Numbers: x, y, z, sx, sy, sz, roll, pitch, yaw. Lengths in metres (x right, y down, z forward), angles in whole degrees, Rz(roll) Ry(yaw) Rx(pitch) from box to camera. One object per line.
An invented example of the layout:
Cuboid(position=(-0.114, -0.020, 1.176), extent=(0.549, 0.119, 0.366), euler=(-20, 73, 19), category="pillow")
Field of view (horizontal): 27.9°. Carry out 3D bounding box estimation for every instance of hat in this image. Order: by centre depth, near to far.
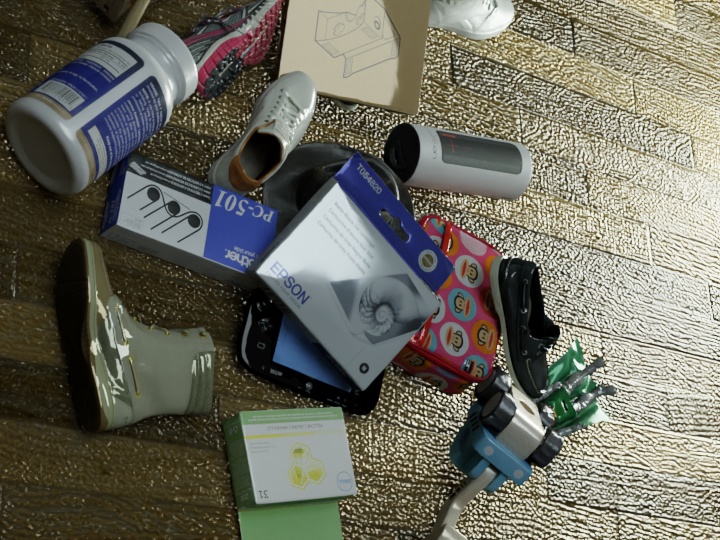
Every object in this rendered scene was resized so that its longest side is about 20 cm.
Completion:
Cuboid(position=(-0.016, -0.088, 1.739), extent=(0.198, 0.081, 0.203), euler=(8, 64, -17), category="hat")

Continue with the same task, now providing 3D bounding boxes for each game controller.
Cuboid(position=(-0.055, 0.095, 1.687), extent=(0.199, 0.042, 0.105), euler=(24, 58, -28), category="game controller")

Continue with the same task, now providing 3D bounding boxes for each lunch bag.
Cuboid(position=(0.093, 0.036, 1.810), extent=(0.175, 0.082, 0.202), euler=(29, 55, -22), category="lunch bag")

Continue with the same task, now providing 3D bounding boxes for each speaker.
Cuboid(position=(0.127, -0.141, 1.905), extent=(0.198, 0.081, 0.082), euler=(6, 68, -36), category="speaker")

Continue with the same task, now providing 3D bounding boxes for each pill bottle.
Cuboid(position=(-0.274, -0.179, 1.563), extent=(0.116, 0.115, 0.200), euler=(53, 55, -8), category="pill bottle")

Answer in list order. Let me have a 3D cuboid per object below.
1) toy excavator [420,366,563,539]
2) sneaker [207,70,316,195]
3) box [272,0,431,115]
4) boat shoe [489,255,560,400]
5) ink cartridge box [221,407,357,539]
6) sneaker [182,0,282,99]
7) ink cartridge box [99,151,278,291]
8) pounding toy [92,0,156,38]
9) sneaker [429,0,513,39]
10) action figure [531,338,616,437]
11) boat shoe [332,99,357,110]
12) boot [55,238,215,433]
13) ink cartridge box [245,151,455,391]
Cuboid(position=(0.144, 0.245, 1.750), extent=(0.100, 0.200, 0.195), euler=(37, 16, -13), category="toy excavator")
Cuboid(position=(-0.096, -0.163, 1.714), extent=(0.073, 0.084, 0.201), euler=(44, 59, -21), category="sneaker")
Cuboid(position=(-0.008, -0.293, 1.825), extent=(0.198, 0.021, 0.165), euler=(9, 87, -25), category="box")
Cuboid(position=(0.216, 0.073, 1.810), extent=(0.074, 0.065, 0.201), euler=(-42, 123, -55), category="boat shoe")
Cuboid(position=(-0.070, 0.256, 1.607), extent=(0.144, 0.048, 0.202), euler=(2, 69, -39), category="ink cartridge box")
Cuboid(position=(-0.158, -0.284, 1.741), extent=(0.074, 0.081, 0.200), euler=(29, 41, 11), category="sneaker")
Cuboid(position=(-0.191, -0.054, 1.638), extent=(0.199, 0.044, 0.095), euler=(22, 61, -31), category="ink cartridge box")
Cuboid(position=(-0.241, -0.359, 1.649), extent=(0.142, 0.184, 0.200), euler=(47, 49, 3), category="pounding toy")
Cuboid(position=(0.166, -0.380, 2.011), extent=(0.199, 0.115, 0.074), euler=(-4, 73, -41), category="sneaker")
Cuboid(position=(0.255, 0.181, 1.896), extent=(0.199, 0.055, 0.119), euler=(-29, 94, -38), category="action figure")
Cuboid(position=(-0.001, -0.304, 1.880), extent=(0.072, 0.060, 0.204), euler=(24, 60, -31), category="boat shoe")
Cuboid(position=(-0.235, 0.064, 1.537), extent=(0.154, 0.072, 0.202), euler=(-4, 80, -39), category="boot")
Cuboid(position=(0.000, 0.000, 1.673), extent=(0.200, 0.041, 0.200), euler=(47, 72, -19), category="ink cartridge box")
